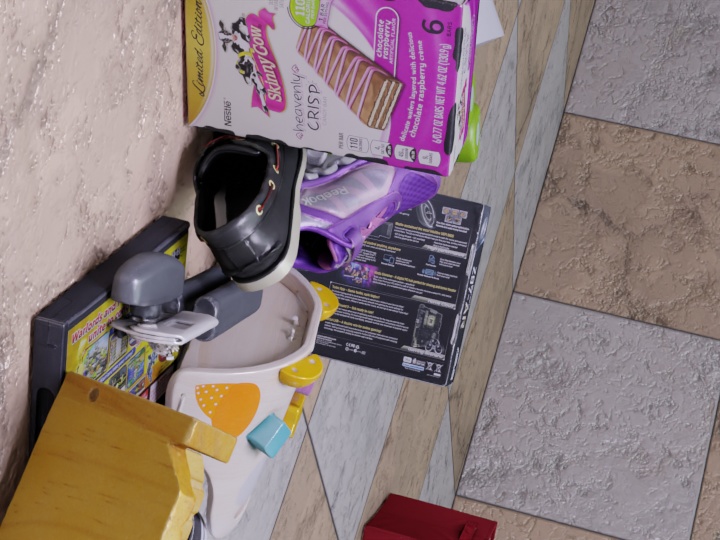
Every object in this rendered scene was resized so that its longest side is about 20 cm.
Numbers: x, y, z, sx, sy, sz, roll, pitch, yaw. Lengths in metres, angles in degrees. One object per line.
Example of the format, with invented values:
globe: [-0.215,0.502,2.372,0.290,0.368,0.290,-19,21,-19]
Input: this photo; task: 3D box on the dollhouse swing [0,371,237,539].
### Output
dollhouse swing: [-0.131,0.193,0.944,0.175,0.181,0.202,32,76,-45]

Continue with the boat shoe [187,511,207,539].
boat shoe: [-0.170,0.232,1.124,0.200,0.069,0.067,-54,156,-45]

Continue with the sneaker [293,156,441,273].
sneaker: [-0.017,-0.042,1.234,0.198,0.089,0.081,-15,146,-26]

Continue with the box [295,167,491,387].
box: [0.000,0.000,1.335,0.044,0.198,0.162,2,99,-78]

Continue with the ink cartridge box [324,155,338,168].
ink cartridge box: [0.005,-0.054,1.579,0.200,0.083,0.148,3,101,-78]

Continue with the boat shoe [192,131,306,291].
boat shoe: [-0.083,-0.072,1.116,0.063,0.073,0.202,54,19,-35]

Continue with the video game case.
video game case: [-0.171,0.079,1.043,0.200,0.025,0.183,-50,151,-64]

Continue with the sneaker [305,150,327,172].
sneaker: [-0.042,-0.163,1.263,0.082,0.074,0.202,-37,138,-69]

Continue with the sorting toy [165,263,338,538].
sorting toy: [-0.089,0.109,1.207,0.201,0.106,0.182,-77,180,-60]

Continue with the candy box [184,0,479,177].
candy box: [-0.022,-0.154,1.070,0.061,0.198,0.138,-62,160,-51]

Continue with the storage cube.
storage cube: [0.093,0.462,2.301,0.171,0.178,0.202,-34,136,-73]

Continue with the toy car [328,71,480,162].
toy car: [0.029,-0.211,1.379,0.158,0.162,0.202,66,29,-71]

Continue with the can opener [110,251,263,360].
can opener: [-0.113,0.018,1.055,0.200,0.052,0.067,-19,121,-76]

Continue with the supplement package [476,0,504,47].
supplement package: [0.019,-0.254,1.176,0.156,0.110,0.202,-37,110,-72]
